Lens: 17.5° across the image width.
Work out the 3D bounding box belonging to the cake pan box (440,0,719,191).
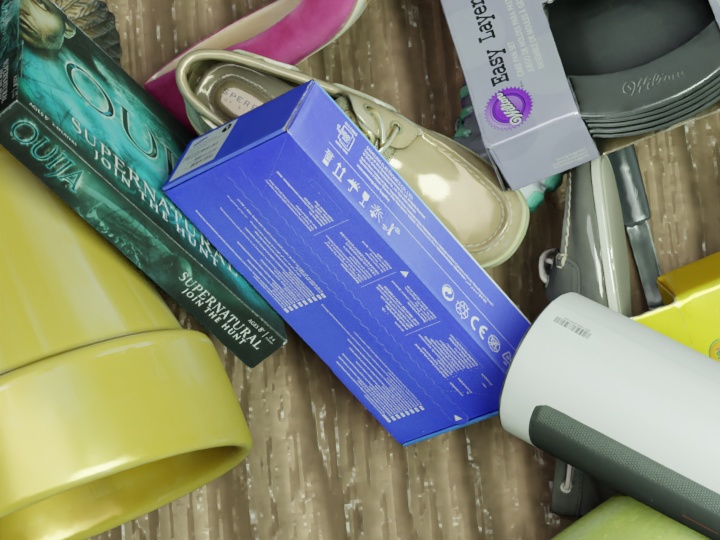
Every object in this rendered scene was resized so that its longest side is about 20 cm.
[{"bbox_3d":[0.133,-0.152,1.216,0.184,0.052,0.200,-20,56,12],"label":"cake pan box"}]

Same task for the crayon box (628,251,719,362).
[{"bbox_3d":[0.241,0.040,1.225,0.200,0.051,0.127,-21,104,-1],"label":"crayon box"}]

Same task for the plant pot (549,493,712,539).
[{"bbox_3d":[0.110,0.216,1.168,0.184,0.200,0.200,-40,78,-14],"label":"plant pot"}]

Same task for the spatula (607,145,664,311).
[{"bbox_3d":[0.155,-0.012,1.282,0.056,0.021,0.200,-16,75,7],"label":"spatula"}]

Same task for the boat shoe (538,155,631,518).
[{"bbox_3d":[0.116,0.038,1.234,0.057,0.067,0.201,-6,99,15],"label":"boat shoe"}]

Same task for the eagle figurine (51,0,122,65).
[{"bbox_3d":[-0.208,-0.128,1.293,0.151,0.151,0.200,4,68,-4],"label":"eagle figurine"}]

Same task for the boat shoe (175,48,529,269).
[{"bbox_3d":[-0.007,-0.060,1.214,0.200,0.065,0.072,28,86,12],"label":"boat shoe"}]

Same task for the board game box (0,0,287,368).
[{"bbox_3d":[-0.117,-0.053,1.211,0.028,0.135,0.200,-36,122,17],"label":"board game box"}]

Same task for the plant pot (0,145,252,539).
[{"bbox_3d":[-0.179,0.042,1.210,0.200,0.201,0.189,-22,79,1],"label":"plant pot"}]

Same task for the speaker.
[{"bbox_3d":[0.171,0.086,1.129,0.200,0.081,0.081,27,82,25],"label":"speaker"}]

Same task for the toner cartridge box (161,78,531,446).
[{"bbox_3d":[0.000,0.000,1.197,0.200,0.095,0.043,48,45,-22],"label":"toner cartridge box"}]

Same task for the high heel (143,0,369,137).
[{"bbox_3d":[-0.044,-0.153,1.274,0.096,0.067,0.200,28,123,2],"label":"high heel"}]

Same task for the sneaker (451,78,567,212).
[{"bbox_3d":[0.064,-0.063,1.270,0.200,0.074,0.088,-43,85,-2],"label":"sneaker"}]
